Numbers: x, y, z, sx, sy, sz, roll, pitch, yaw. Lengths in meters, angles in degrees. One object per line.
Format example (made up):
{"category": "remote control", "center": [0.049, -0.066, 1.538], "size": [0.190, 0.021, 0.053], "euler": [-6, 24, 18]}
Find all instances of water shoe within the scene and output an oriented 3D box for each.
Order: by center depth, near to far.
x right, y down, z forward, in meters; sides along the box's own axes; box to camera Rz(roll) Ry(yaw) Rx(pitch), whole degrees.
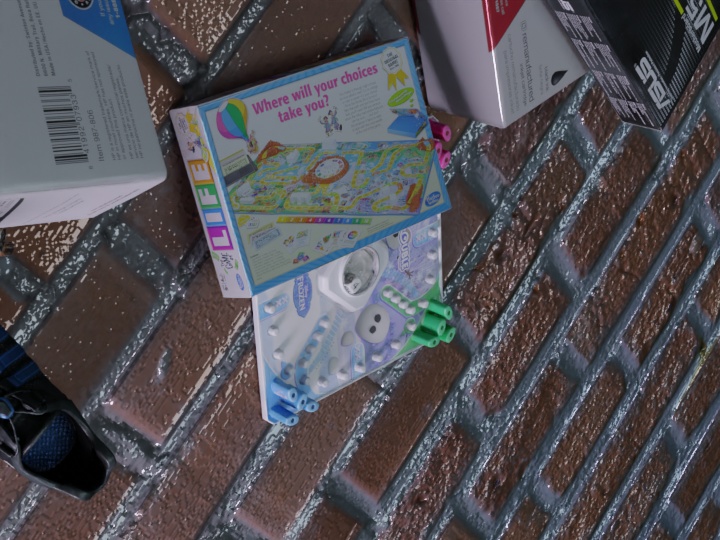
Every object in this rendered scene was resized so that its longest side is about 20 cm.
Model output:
{"category": "water shoe", "center": [-0.220, 0.073, 0.895], "size": [0.072, 0.079, 0.200], "euler": [-57, 138, -13]}

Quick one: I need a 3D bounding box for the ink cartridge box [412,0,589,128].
{"category": "ink cartridge box", "center": [0.138, -0.223, 1.145], "size": [0.200, 0.083, 0.147], "euler": [-35, 129, -32]}

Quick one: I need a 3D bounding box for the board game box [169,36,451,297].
{"category": "board game box", "center": [-0.029, -0.077, 1.038], "size": [0.200, 0.034, 0.135], "euler": [-24, 105, -38]}

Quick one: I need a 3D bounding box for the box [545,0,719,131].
{"category": "box", "center": [0.229, -0.242, 1.135], "size": [0.193, 0.047, 0.200], "euler": [-60, 139, -15]}

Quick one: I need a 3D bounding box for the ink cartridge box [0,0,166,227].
{"category": "ink cartridge box", "center": [-0.220, -0.097, 0.775], "size": [0.200, 0.084, 0.145], "euler": [-9, 81, -44]}

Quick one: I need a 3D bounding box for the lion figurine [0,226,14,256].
{"category": "lion figurine", "center": [-0.271, 0.032, 0.787], "size": [0.200, 0.122, 0.073], "euler": [-77, 173, -58]}

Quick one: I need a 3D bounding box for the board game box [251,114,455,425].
{"category": "board game box", "center": [0.000, 0.000, 1.138], "size": [0.200, 0.026, 0.200], "euler": [-25, 123, -38]}
